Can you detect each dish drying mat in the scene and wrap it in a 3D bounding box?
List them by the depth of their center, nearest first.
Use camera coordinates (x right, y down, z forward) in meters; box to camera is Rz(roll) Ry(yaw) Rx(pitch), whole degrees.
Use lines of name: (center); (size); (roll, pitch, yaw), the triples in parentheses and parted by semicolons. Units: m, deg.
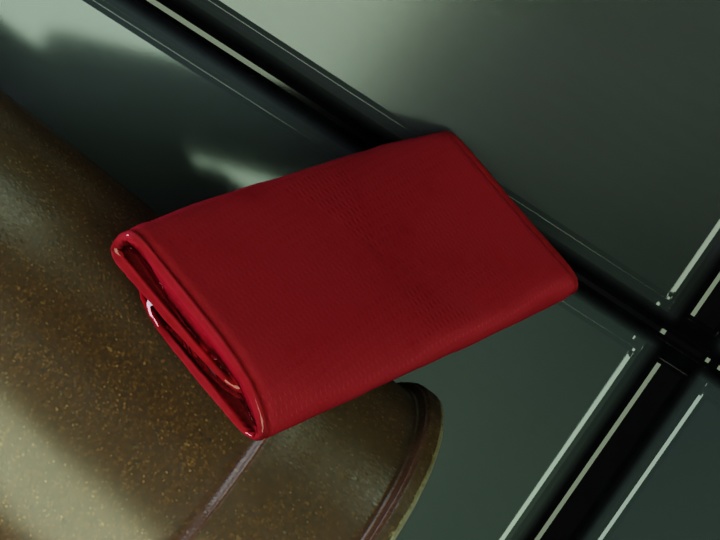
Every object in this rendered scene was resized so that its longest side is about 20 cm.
dish drying mat: (0.000, 0.000, 0.819); (0.077, 0.200, 0.018); (49, 120, 12)

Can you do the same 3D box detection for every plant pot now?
plant pot: (-0.112, 0.049, 0.820); (0.198, 0.200, 0.200); (43, 94, -11)
